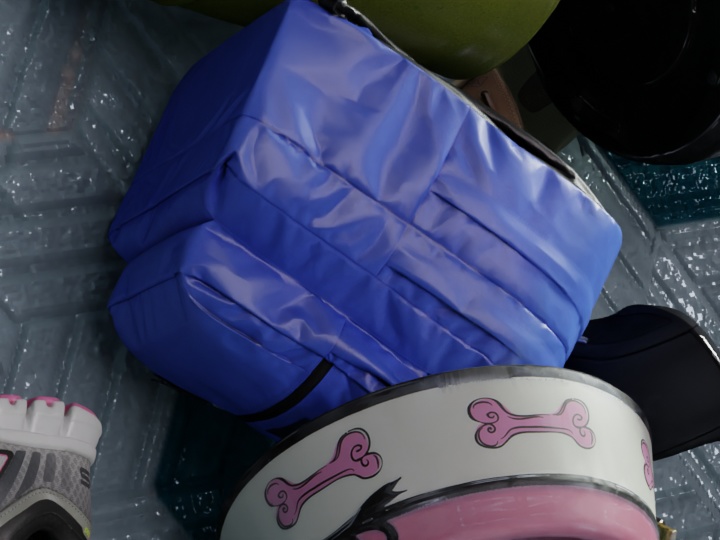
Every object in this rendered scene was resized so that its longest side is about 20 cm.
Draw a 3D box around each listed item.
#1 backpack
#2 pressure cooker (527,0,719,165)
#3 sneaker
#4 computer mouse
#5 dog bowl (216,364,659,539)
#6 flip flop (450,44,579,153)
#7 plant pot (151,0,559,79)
[{"bbox_3d":[0.000,0.000,1.209,0.200,0.162,0.168,30,73,-18],"label":"backpack"},{"bbox_3d":[0.202,-0.150,1.350,0.200,0.176,0.179,-14,116,-40],"label":"pressure cooker"},{"bbox_3d":[-0.186,0.098,1.095,0.200,0.074,0.088,4,69,-43],"label":"sneaker"},{"bbox_3d":[0.119,0.084,1.278,0.046,0.200,0.141,-32,105,-23],"label":"computer mouse"},{"bbox_3d":[0.041,0.126,1.180,0.200,0.200,0.074,12,47,-36],"label":"dog bowl"},{"bbox_3d":[0.075,-0.066,1.358,0.200,0.058,0.081,-44,106,-37],"label":"flip flop"},{"bbox_3d":[-0.003,-0.181,1.227,0.193,0.200,0.201,25,63,-28],"label":"plant pot"}]
